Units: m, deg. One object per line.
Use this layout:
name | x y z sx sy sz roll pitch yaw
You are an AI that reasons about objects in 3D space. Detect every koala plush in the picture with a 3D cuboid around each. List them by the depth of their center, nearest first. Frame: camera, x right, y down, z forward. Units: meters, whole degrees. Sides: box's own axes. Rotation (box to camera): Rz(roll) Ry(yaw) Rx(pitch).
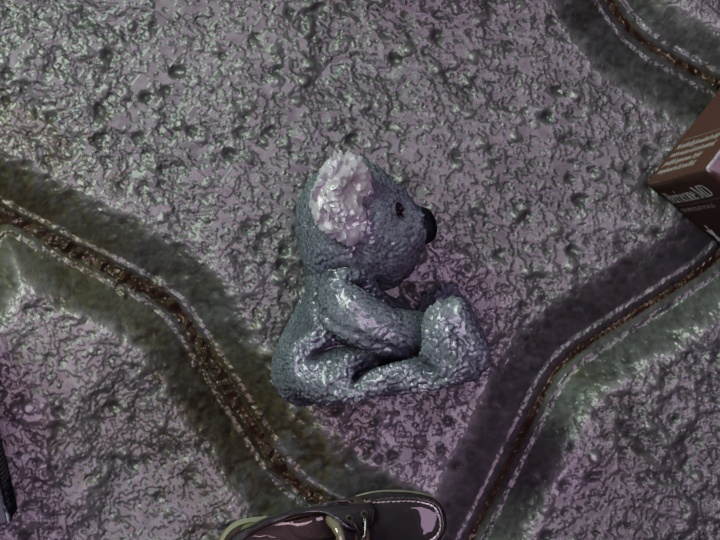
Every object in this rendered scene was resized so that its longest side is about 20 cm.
koala plush | 0.000 0.000 1.372 0.183 0.177 0.201 -12 94 2

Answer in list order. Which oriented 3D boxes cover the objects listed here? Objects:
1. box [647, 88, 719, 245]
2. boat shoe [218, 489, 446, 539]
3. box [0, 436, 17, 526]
box | 0.390 -0.079 1.425 0.200 0.166 0.164 39 85 -5
boat shoe | -0.020 0.229 1.411 0.199 0.065 0.072 -5 88 -9
box | -0.395 0.133 1.343 0.199 0.104 0.183 -12 91 -8
